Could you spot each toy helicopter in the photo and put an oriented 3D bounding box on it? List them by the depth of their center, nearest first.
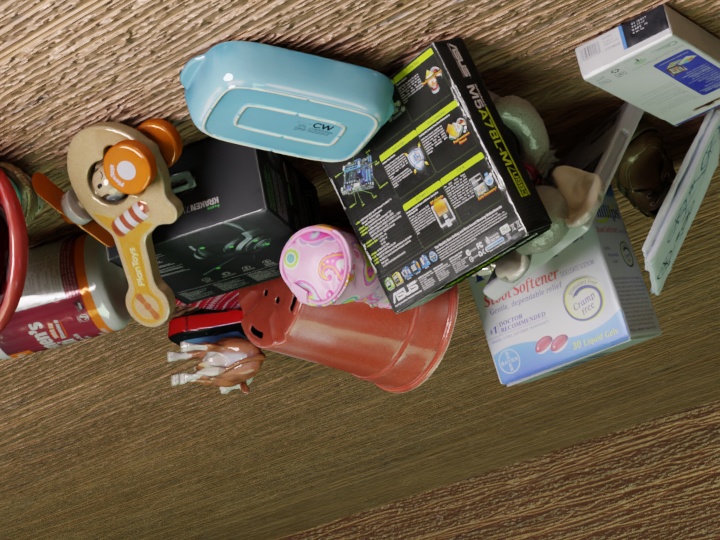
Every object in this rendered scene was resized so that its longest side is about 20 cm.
[{"bbox_3d":[-0.223,-0.039,1.250,0.131,0.201,0.079,-4,-157,18],"label":"toy helicopter"}]

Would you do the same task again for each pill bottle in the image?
[{"bbox_3d":[-0.357,0.033,1.459,0.199,0.110,0.110,-15,161,7],"label":"pill bottle"}]

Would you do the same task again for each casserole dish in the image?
[{"bbox_3d":[-0.062,-0.143,1.192,0.199,0.039,0.121,9,151,-23],"label":"casserole dish"}]

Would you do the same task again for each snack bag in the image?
[{"bbox_3d":[0.365,-0.076,1.531,0.021,0.190,0.200,24,175,18],"label":"snack bag"}]

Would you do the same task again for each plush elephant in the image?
[{"bbox_3d":[0.142,-0.077,1.316,0.199,0.155,0.165,6,135,-36],"label":"plush elephant"}]

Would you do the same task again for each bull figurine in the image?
[{"bbox_3d":[-0.185,0.124,1.756,0.120,0.066,0.200,-2,167,-17],"label":"bull figurine"}]

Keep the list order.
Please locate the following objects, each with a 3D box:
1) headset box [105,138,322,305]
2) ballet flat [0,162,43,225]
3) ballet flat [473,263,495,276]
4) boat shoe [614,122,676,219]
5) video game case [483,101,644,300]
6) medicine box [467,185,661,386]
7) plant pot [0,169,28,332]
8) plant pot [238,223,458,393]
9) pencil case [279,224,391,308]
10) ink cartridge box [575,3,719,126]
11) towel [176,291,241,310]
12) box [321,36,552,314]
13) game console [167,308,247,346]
[{"bbox_3d":[-0.149,-0.052,1.371,0.173,0.093,0.200,-17,160,14],"label":"headset box"},{"bbox_3d":[-0.345,-0.059,1.302,0.065,0.071,0.200,-32,180,-39],"label":"ballet flat"},{"bbox_3d":[0.122,-0.033,1.501,0.067,0.076,0.200,-23,160,17],"label":"ballet flat"},{"bbox_3d":[0.328,-0.108,1.522,0.072,0.068,0.200,-41,161,8],"label":"boat shoe"},{"bbox_3d":[0.218,-0.074,1.450,0.023,0.182,0.200,35,148,-7],"label":"video game case"},{"bbox_3d":[0.236,0.015,1.629,0.181,0.201,0.103,-24,168,31],"label":"medicine box"},{"bbox_3d":[-0.397,-0.021,1.156,0.182,0.202,0.200,-3,161,-47],"label":"plant pot"},{"bbox_3d":[-0.024,0.029,1.562,0.194,0.202,0.200,12,151,-34],"label":"plant pot"},{"bbox_3d":[0.000,0.000,1.388,0.087,0.088,0.200,-21,168,25],"label":"pencil case"},{"bbox_3d":[0.303,-0.198,1.323,0.099,0.039,0.199,-25,156,32],"label":"ink cartridge box"},{"bbox_3d":[-0.160,0.018,1.677,0.144,0.023,0.199,-29,155,38],"label":"towel"},{"bbox_3d":[0.061,-0.084,1.258,0.047,0.194,0.200,-16,168,-42],"label":"box"},{"bbox_3d":[-0.153,0.083,1.797,0.175,0.031,0.200,-5,168,7],"label":"game console"}]
